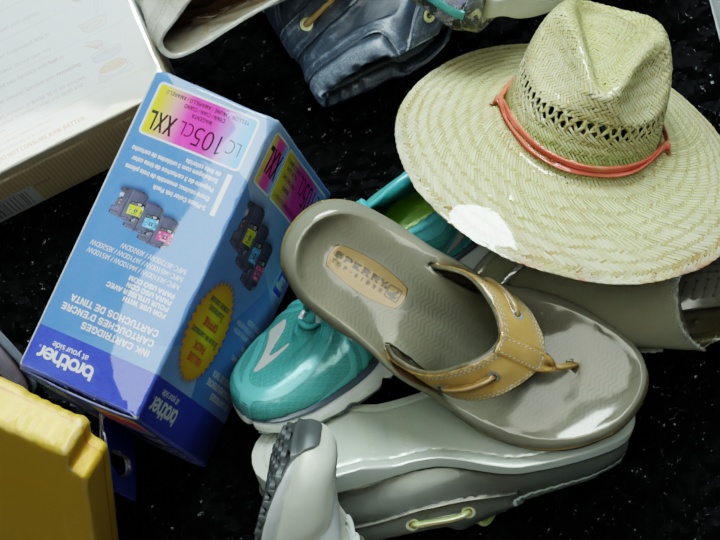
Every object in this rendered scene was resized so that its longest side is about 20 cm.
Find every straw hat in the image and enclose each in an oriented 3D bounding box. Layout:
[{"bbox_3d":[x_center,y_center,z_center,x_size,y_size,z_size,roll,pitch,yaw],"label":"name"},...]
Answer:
[{"bbox_3d":[0.117,-0.091,1.094,0.199,0.086,0.202,9,40,-8],"label":"straw hat"}]

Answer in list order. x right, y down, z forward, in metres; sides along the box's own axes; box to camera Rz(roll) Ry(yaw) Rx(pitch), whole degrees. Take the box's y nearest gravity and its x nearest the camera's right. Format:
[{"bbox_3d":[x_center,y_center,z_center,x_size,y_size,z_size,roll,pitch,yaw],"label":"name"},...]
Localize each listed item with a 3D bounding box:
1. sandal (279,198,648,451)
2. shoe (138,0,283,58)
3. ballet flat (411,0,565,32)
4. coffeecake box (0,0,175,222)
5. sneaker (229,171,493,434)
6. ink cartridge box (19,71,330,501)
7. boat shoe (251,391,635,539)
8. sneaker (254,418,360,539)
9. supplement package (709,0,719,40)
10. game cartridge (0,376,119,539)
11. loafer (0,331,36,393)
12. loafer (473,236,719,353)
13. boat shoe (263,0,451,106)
[{"bbox_3d":[0.050,0.028,1.072,0.199,0.054,0.081,29,85,-2],"label":"sandal"},{"bbox_3d":[-0.031,-0.174,1.132,0.199,0.070,0.054,-28,38,18],"label":"shoe"},{"bbox_3d":[0.112,-0.179,1.153,0.200,0.072,0.072,-32,74,-28],"label":"ballet flat"},{"bbox_3d":[-0.204,-0.144,1.208,0.153,0.073,0.201,-26,76,1],"label":"coffeecake box"},{"bbox_3d":[0.000,0.000,1.139,0.200,0.080,0.077,-46,49,-10],"label":"sneaker"},{"bbox_3d":[-0.100,0.017,1.127,0.076,0.136,0.201,23,82,17],"label":"ink cartridge box"},{"bbox_3d":[0.046,0.102,1.131,0.200,0.061,0.072,-9,38,2],"label":"boat shoe"},{"bbox_3d":[-0.008,0.160,1.081,0.092,0.071,0.201,7,122,1],"label":"sneaker"},{"bbox_3d":[0.302,-0.103,1.085,0.198,0.111,0.157,-9,75,-17],"label":"supplement package"},{"bbox_3d":[-0.217,0.093,1.110,0.199,0.177,0.033,22,58,11],"label":"game cartridge"},{"bbox_3d":[-0.264,0.030,1.141,0.200,0.072,0.063,40,45,-20],"label":"loafer"},{"bbox_3d":[0.150,0.007,1.120,0.198,0.068,0.076,-13,114,2],"label":"loafer"},{"bbox_3d":[0.042,-0.172,1.190,0.199,0.071,0.091,-31,76,7],"label":"boat shoe"}]
